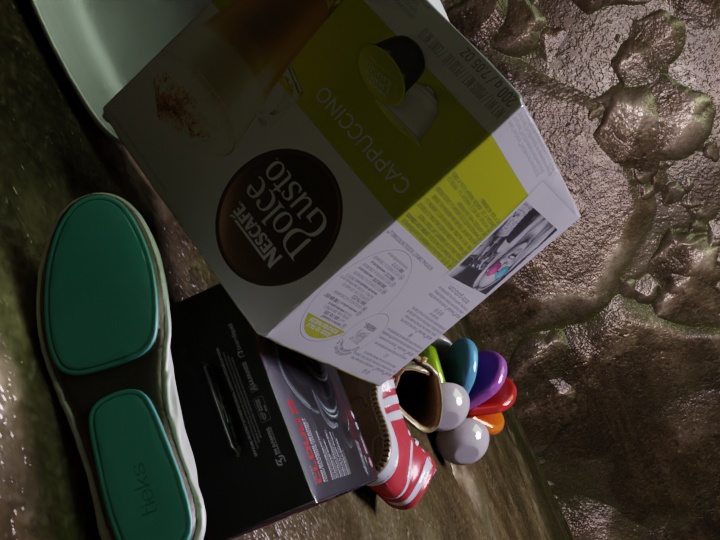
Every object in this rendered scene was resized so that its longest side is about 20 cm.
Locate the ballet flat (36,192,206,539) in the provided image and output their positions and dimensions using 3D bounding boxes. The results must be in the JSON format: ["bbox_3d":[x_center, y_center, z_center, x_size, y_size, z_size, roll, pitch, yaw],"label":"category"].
[{"bbox_3d":[-0.124,0.060,0.494,0.069,0.069,0.200,39,32,-70],"label":"ballet flat"}]

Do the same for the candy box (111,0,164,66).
[{"bbox_3d":[-0.170,-0.188,0.835,0.116,0.055,0.200,63,10,-10],"label":"candy box"}]

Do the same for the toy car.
[{"bbox_3d":[0.161,0.183,1.455,0.200,0.150,0.175,59,12,-33],"label":"toy car"}]

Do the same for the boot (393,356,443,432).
[{"bbox_3d":[0.027,0.084,1.103,0.155,0.073,0.200,-141,-151,-71],"label":"boot"}]

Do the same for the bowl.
[{"bbox_3d":[-0.137,-0.207,0.699,0.200,0.199,0.075,66,-12,-10],"label":"bowl"}]

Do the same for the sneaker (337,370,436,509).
[{"bbox_3d":[0.024,0.157,1.002,0.113,0.071,0.200,52,24,-41],"label":"sneaker"}]

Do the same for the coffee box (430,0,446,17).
[{"bbox_3d":[-0.016,-0.318,1.296,0.198,0.200,0.200,-33,103,-36],"label":"coffee box"}]

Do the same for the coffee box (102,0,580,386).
[{"bbox_3d":[-0.006,-0.070,0.631,0.200,0.198,0.200,52,7,24],"label":"coffee box"}]

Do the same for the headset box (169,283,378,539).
[{"bbox_3d":[-0.067,0.094,0.645,0.200,0.077,0.149,36,31,-75],"label":"headset box"}]
